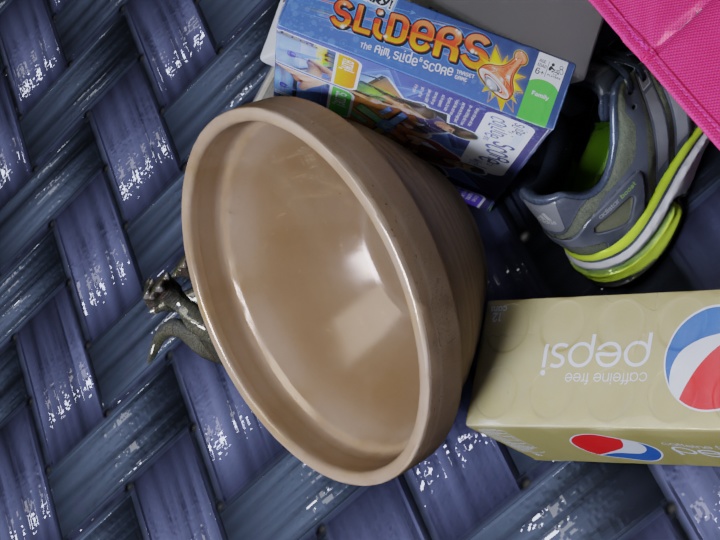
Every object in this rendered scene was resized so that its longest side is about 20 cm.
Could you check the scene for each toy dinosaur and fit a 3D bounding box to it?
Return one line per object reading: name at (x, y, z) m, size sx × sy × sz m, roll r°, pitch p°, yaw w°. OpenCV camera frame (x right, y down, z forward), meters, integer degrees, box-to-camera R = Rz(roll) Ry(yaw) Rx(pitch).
toy dinosaur at (-0.071, 0.022, 0.943) m, size 0.200 × 0.102 × 0.077 m, roll -48°, pitch 15°, yaw 33°

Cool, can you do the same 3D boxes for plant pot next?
plant pot at (0.000, 0.000, 0.819) m, size 0.200 × 0.092 × 0.202 m, roll 32°, pitch 135°, yaw 40°

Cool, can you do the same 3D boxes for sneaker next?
sneaker at (0.145, -0.095, 0.805) m, size 0.074 × 0.081 × 0.201 m, roll 15°, pitch 80°, yaw 45°

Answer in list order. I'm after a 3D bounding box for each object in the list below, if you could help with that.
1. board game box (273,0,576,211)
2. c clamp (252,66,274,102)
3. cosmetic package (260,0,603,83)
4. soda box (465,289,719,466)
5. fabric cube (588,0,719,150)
board game box at (0.023, -0.085, 0.803) m, size 0.200 × 0.134 × 0.035 m, roll 118°, pitch 173°, yaw -81°
c clamp at (0.000, -0.131, 0.996) m, size 0.171 × 0.027 × 0.201 m, roll 34°, pitch 93°, yaw 46°
cosmetic package at (0.036, -0.137, 0.842) m, size 0.200 × 0.101 × 0.072 m, roll -6°, pitch 63°, yaw 64°
soda box at (0.149, 0.051, 0.742) m, size 0.199 × 0.064 × 0.068 m, roll -3°, pitch 68°, yaw 41°
fabric cube at (0.233, -0.113, 0.651) m, size 0.199 × 0.196 × 0.201 m, roll -46°, pitch 45°, yaw 16°
